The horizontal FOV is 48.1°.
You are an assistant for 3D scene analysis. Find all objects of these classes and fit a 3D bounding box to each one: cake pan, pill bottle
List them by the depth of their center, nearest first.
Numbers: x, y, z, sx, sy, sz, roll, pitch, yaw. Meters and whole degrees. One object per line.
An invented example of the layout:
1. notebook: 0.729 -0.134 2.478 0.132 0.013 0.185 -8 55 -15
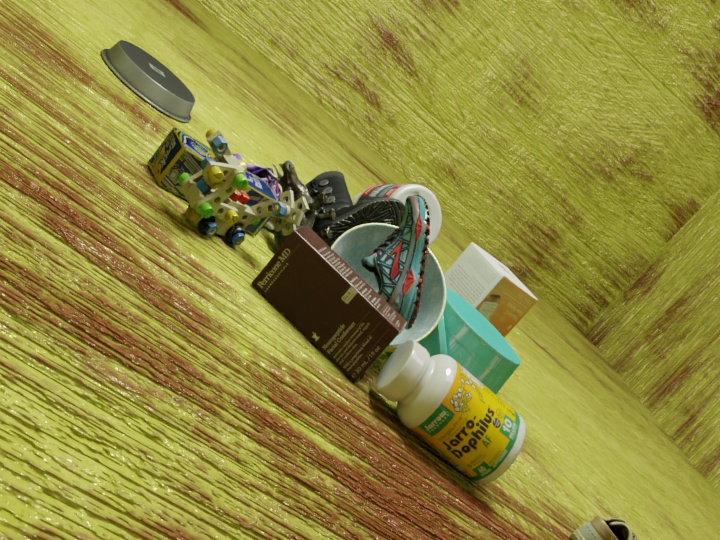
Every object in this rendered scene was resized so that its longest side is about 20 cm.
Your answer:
1. pill bottle: 0.120 0.187 1.096 0.199 0.113 0.113 40 13 -11
2. cake pan: -0.387 -0.356 1.499 0.199 0.037 0.201 40 13 -11
3. pill bottle: 0.053 -0.100 1.503 0.119 0.121 0.199 35 -11 -25

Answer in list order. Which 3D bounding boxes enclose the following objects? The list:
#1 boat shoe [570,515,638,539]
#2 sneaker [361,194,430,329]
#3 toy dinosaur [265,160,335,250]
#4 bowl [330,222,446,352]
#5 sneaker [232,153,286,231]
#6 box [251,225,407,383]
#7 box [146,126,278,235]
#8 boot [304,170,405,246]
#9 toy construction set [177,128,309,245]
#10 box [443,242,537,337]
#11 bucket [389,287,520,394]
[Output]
1. boat shoe: 0.403 0.429 1.272 0.199 0.067 0.074 27 19 -50
2. sneaker: 0.049 -0.022 1.167 0.093 0.204 0.080 9 -21 3
3. toy dinosaur: -0.100 -0.071 1.292 0.077 0.100 0.205 41 50 -66
4. bowl: 0.023 0.042 1.241 0.200 0.200 0.108 43 -30 5
5. sneaker: -0.156 -0.126 1.348 0.199 0.084 0.081 31 16 -45
6. box: -0.041 0.044 1.104 0.200 0.100 0.075 43 14 4
7. box: -0.215 -0.129 1.207 0.199 0.070 0.065 28 20 -47
8. boot: -0.019 -0.118 1.413 0.201 0.161 0.067 -116 -170 -61
9. toy construction set: -0.169 -0.101 1.115 0.199 0.132 0.093 29 18 -46
10. box: 0.212 0.076 1.537 0.151 0.201 0.107 26 18 -48
11. bucket: 0.152 0.136 1.309 0.206 0.135 0.208 40 11 -9
